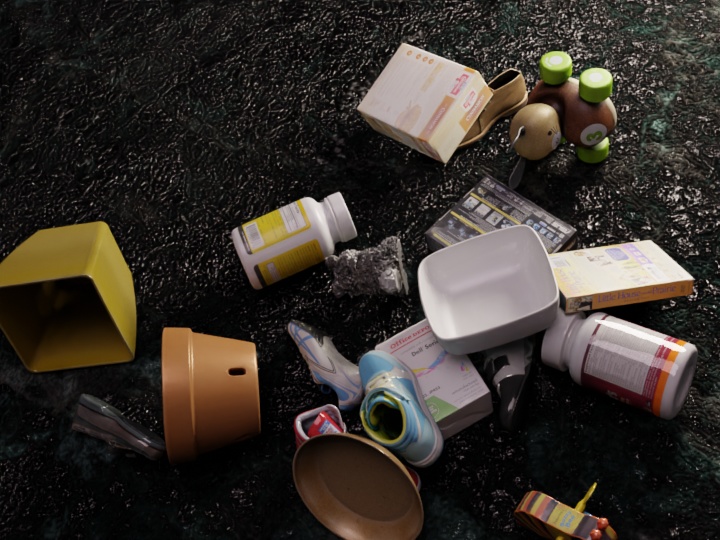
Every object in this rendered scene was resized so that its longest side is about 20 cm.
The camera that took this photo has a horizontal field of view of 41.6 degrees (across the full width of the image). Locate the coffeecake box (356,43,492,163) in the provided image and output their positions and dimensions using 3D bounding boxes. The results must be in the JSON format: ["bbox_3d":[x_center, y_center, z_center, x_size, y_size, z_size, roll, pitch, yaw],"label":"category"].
[{"bbox_3d":[0.114,-0.304,1.709,0.199,0.073,0.155,32,85,42],"label":"coffeecake box"}]

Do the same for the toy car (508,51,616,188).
[{"bbox_3d":[0.312,-0.229,1.575,0.157,0.166,0.200,32,63,32],"label":"toy car"}]

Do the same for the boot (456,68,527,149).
[{"bbox_3d":[0.215,-0.295,1.717,0.199,0.076,0.074,-36,57,-9],"label":"boot"}]

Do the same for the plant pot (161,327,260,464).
[{"bbox_3d":[-0.223,0.184,1.431,0.137,0.202,0.203,-3,52,-9],"label":"plant pot"}]

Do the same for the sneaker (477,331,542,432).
[{"bbox_3d":[0.213,0.149,1.402,0.087,0.075,0.202,4,46,17],"label":"sneaker"}]

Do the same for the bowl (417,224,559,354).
[{"bbox_3d":[0.191,0.037,1.404,0.196,0.075,0.202,-18,40,7],"label":"bowl"}]

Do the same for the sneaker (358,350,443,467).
[{"bbox_3d":[0.033,0.172,1.320,0.079,0.130,0.201,-43,51,9],"label":"sneaker"}]

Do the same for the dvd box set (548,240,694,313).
[{"bbox_3d":[0.374,0.007,1.421,0.196,0.030,0.147,-8,26,-8],"label":"dvd box set"}]

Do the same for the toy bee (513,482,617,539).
[{"bbox_3d":[0.290,0.333,1.223,0.196,0.109,0.132,6,55,19],"label":"toy bee"}]

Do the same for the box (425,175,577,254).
[{"bbox_3d":[0.230,-0.051,1.553,0.161,0.049,0.199,-42,55,-18],"label":"box"}]

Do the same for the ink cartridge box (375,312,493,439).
[{"bbox_3d":[0.102,0.148,1.431,0.116,0.068,0.201,-28,53,-5],"label":"ink cartridge box"}]

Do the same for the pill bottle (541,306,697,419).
[{"bbox_3d":[0.365,0.125,1.348,0.198,0.110,0.110,20,62,31],"label":"pill bottle"}]

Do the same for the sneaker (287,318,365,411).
[{"bbox_3d":[-0.061,0.143,1.484,0.200,0.071,0.073,42,103,42],"label":"sneaker"}]

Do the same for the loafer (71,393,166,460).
[{"bbox_3d":[-0.382,0.261,1.493,0.198,0.072,0.064,23,83,36],"label":"loafer"}]

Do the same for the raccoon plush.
[{"bbox_3d":[0.000,0.000,1.506,0.131,0.200,0.099,-10,86,9],"label":"raccoon plush"}]

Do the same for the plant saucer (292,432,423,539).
[{"bbox_3d":[0.001,0.293,1.289,0.197,0.203,0.035,13,35,23],"label":"plant saucer"}]

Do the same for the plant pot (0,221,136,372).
[{"bbox_3d":[-0.488,0.031,1.609,0.196,0.202,0.178,-7,42,10],"label":"plant pot"}]

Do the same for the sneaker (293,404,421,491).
[{"bbox_3d":[-0.010,0.260,1.349,0.197,0.114,0.072,13,47,23],"label":"sneaker"}]

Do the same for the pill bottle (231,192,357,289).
[{"bbox_3d":[-0.110,-0.056,1.609,0.197,0.112,0.112,-23,52,-2],"label":"pill bottle"}]
